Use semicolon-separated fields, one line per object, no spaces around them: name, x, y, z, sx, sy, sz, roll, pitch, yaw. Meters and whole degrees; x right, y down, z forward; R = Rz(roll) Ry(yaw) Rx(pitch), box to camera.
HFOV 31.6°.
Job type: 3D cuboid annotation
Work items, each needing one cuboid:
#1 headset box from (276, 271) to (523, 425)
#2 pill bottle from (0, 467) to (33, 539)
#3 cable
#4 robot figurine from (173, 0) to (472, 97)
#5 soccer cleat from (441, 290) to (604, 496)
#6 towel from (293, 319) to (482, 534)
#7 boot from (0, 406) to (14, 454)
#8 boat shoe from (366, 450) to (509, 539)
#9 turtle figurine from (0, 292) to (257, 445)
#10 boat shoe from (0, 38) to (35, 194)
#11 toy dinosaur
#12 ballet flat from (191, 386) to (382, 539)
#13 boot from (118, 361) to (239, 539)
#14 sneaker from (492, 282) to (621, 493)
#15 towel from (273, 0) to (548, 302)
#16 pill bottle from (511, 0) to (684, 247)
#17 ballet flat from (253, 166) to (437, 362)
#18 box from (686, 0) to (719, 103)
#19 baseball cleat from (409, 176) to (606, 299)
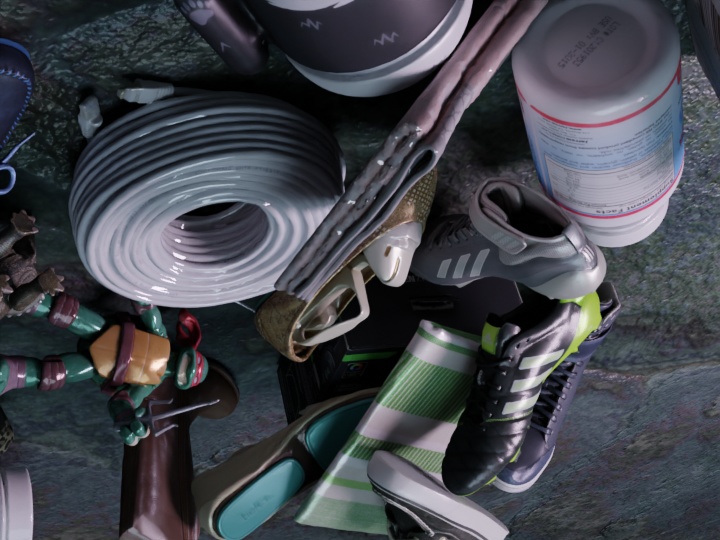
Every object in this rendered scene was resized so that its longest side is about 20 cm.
headset box;0.036;0.071;1.130;0.174;0.093;0.200;-2;145;-22
pill bottle;-0.409;0.228;1.175;0.199;0.112;0.111;-1;146;-24
cable;-0.105;-0.047;0.903;0.199;0.069;0.200;-3;147;-19
robot figurine;-0.014;-0.180;0.681;0.150;0.125;0.200;0;155;23
soccer cleat;0.114;0.083;1.008;0.081;0.067;0.200;37;85;-33
towel;0.049;0.137;1.060;0.152;0.023;0.200;18;112;-43
boot;-0.390;0.122;1.056;0.199;0.073;0.151;-14;149;-11
boat shoe;0.058;0.208;1.048;0.064;0.071;0.200;-54;138;-3
turtle figurine;-0.186;0.066;1.004;0.199;0.150;0.101;11;159;-23
boat shoe;-0.260;-0.064;0.809;0.084;0.069;0.200;10;141;-35
toy dinosaur;-0.263;0.017;0.840;0.102;0.077;0.200;-38;178;39
ballet flat;-0.052;0.148;1.059;0.200;0.070;0.070;-29;152;-16
boot;-0.153;0.169;1.101;0.064;0.200;0.186;-26;147;20
sneaker;0.167;0.088;1.142;0.077;0.203;0.146;23;146;6
towel;0.036;-0.084;0.808;0.032;0.191;0.200;38;141;-3
pill bottle;0.173;-0.100;0.899;0.108;0.109;0.200;-18;149;6
ballet flat;0.000;0.000;0.994;0.200;0.065;0.070;-45;155;24
box;0.316;-0.144;0.802;0.171;0.199;0.200;-22;150;11
baseball cleat;0.094;-0.033;0.968;0.200;0.070;0.107;7;144;44
